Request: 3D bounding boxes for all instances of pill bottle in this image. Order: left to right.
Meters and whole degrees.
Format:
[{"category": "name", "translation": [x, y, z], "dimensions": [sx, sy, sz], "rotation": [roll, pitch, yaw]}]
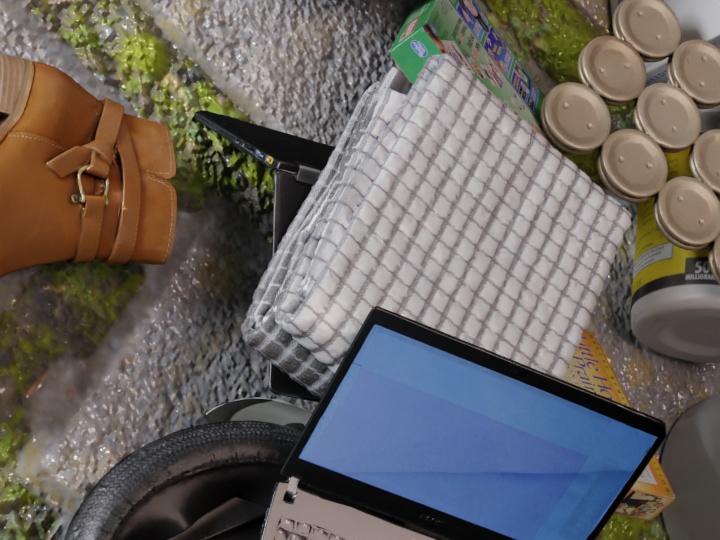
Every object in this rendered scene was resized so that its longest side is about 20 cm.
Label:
[{"category": "pill bottle", "translation": [0.254, -0.044, 1.289], "dimensions": [0.111, 0.111, 0.201], "rotation": [21, 62, -29]}]

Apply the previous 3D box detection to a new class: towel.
[{"category": "towel", "translation": [0.041, 0.001, 1.000], "dimensions": [0.165, 0.085, 0.201], "rotation": [37, 59, -18]}]

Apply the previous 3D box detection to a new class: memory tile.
[{"category": "memory tile", "translation": [0.227, -0.087, 1.221], "dimensions": [0.200, 0.017, 0.153], "rotation": [40, 60, -3]}]

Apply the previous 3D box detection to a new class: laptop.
[{"category": "laptop", "translation": [0.000, 0.000, 1.090], "dimensions": [0.186, 0.200, 0.116], "rotation": [14, 101, -32]}, {"category": "laptop", "translation": [0.043, 0.152, 0.918], "dimensions": [0.176, 0.103, 0.201], "rotation": [22, 66, -13]}]

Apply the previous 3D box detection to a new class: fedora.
[{"category": "fedora", "translation": [-0.072, 0.179, 0.978], "dimensions": [0.199, 0.092, 0.202], "rotation": [7, 69, -18]}]

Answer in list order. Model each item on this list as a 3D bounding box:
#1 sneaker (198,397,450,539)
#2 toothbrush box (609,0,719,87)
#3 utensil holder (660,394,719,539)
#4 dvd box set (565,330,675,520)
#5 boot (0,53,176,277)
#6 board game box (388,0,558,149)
[{"category": "sneaker", "translation": [-0.008, 0.117, 1.064], "dimensions": [0.199, 0.079, 0.074], "rotation": [18, 66, -29]}, {"category": "toothbrush box", "translation": [0.310, -0.183, 1.354], "dimensions": [0.199, 0.146, 0.086], "rotation": [10, 69, -34]}, {"category": "utensil holder", "translation": [0.328, 0.141, 1.223], "dimensions": [0.169, 0.200, 0.171], "rotation": [12, 69, -32]}, {"category": "dvd box set", "translation": [0.099, 0.081, 1.135], "dimensions": [0.199, 0.029, 0.147], "rotation": [15, 39, -38]}, {"category": "boot", "translation": [-0.176, -0.022, 0.995], "dimensions": [0.154, 0.074, 0.201], "rotation": [20, 66, -34]}, {"category": "board game box", "translation": [0.080, -0.119, 1.171], "dimensions": [0.135, 0.029, 0.200], "rotation": [53, 18, -10]}]
